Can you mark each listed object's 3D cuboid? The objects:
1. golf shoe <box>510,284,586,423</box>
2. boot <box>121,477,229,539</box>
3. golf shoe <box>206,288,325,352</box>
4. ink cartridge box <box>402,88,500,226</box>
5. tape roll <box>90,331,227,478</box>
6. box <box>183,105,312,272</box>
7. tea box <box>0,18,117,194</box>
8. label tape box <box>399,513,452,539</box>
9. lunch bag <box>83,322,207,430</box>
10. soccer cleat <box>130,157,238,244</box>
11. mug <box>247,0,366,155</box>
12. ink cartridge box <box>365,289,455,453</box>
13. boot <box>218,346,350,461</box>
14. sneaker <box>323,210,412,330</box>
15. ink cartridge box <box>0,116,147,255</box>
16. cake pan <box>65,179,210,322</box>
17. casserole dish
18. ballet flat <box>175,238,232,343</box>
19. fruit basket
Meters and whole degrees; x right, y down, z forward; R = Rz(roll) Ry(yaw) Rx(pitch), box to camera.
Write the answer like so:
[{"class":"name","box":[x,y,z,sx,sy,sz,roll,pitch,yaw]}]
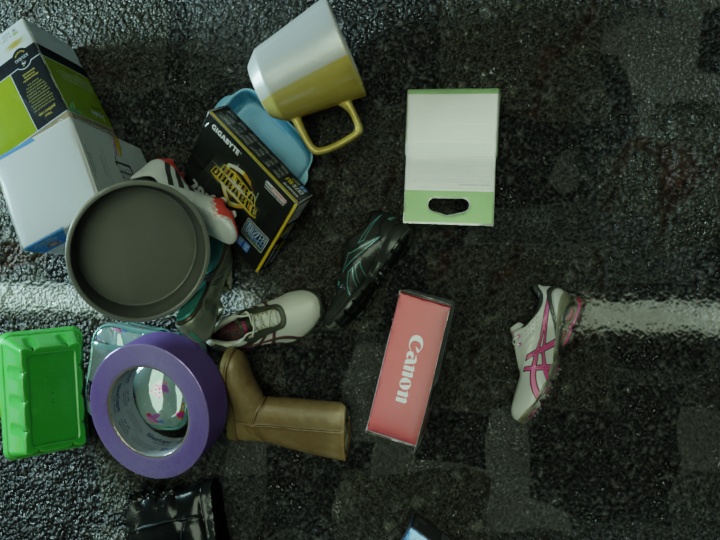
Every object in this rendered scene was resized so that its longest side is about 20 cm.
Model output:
[{"class":"golf shoe","box":[0.256,0.121,0.970,0.090,0.073,0.205,22,83,16]},{"class":"boot","box":[-0.296,0.437,1.061,0.157,0.073,0.205,-12,80,8]},{"class":"golf shoe","box":[-0.149,0.086,1.034,0.195,0.088,0.079,-21,84,8]},{"class":"ink cartridge box","box":[0.138,-0.171,1.004,0.141,0.048,0.207,2,90,10]},{"class":"tape roll","box":[-0.299,0.199,0.980,0.194,0.066,0.207,3,102,15]},{"class":"box","box":[-0.184,-0.124,1.025,0.200,0.049,0.160,46,131,8]},{"class":"tea box","box":[-0.549,-0.257,1.088,0.197,0.133,0.201,-30,83,9]},{"class":"label tape box","box":[0.124,0.494,0.987,0.197,0.063,0.147,33,94,9]},{"class":"lunch bag","box":[-0.352,0.167,1.073,0.193,0.077,0.166,7,90,10]},{"class":"soccer cleat","box":[-0.268,-0.098,1.005,0.199,0.085,0.070,40,137,17]},{"class":"mug","box":[-0.081,-0.288,0.986,0.150,0.150,0.191,-23,65,7]},{"class":"ink cartridge box","box":[0.074,0.136,0.946,0.081,0.175,0.206,14,91,10]},{"class":"boot","box":[-0.114,0.204,1.020,0.193,0.067,0.180,5,121,12]},{"class":"sneaker","box":[0.000,0.000,1.024,0.079,0.075,0.202,35,88,21]},{"class":"ink cartridge box","box":[-0.427,-0.119,1.030,0.144,0.200,0.148,-24,83,9]},{"class":"cake pan","box":[-0.313,-0.029,0.934,0.195,0.037,0.207,-9,111,-24]},{"class":"casserole dish","box":[-0.158,-0.199,1.064,0.200,0.039,0.121,45,97,9]},{"class":"ballet flat","box":[-0.234,0.029,1.032,0.066,0.203,0.064,-21,127,28]},{"class":"fruit basket","box":[-0.539,0.201,1.095,0.213,0.152,0.223,7,99,54]}]
